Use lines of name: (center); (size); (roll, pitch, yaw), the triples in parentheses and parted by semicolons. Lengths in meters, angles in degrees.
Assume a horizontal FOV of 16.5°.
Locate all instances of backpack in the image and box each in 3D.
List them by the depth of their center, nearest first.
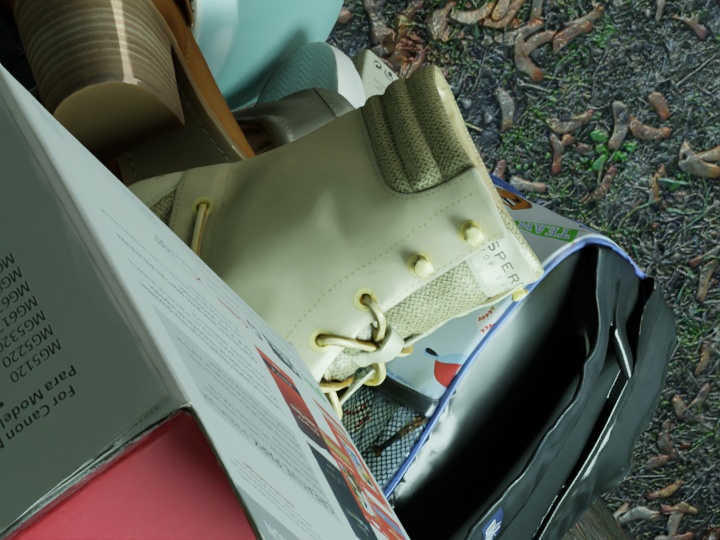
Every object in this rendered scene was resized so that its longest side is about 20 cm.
backpack: (0.030, 0.057, 0.983); (0.154, 0.191, 0.200); (38, -3, 26)

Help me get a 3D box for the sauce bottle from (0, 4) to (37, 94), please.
sauce bottle: (-0.191, -0.147, 0.963); (0.200, 0.066, 0.066); (53, 4, -5)

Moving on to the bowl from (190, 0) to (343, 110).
bowl: (-0.113, -0.146, 1.172); (0.201, 0.200, 0.105); (53, 27, -13)

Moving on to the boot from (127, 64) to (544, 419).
boot: (-0.007, 0.034, 0.861); (0.073, 0.155, 0.201); (57, 14, -58)

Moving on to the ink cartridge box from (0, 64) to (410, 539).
ink cartridge box: (-0.053, 0.066, 0.688); (0.176, 0.084, 0.200); (57, 5, 35)

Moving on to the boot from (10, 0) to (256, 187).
boot: (-0.089, -0.084, 0.988); (0.200, 0.076, 0.156); (49, 21, -55)

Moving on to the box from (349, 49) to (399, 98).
box: (-0.013, -0.039, 1.487); (0.068, 0.082, 0.200); (44, 30, -25)

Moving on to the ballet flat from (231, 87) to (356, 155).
ballet flat: (-0.074, -0.036, 1.101); (0.200, 0.064, 0.068); (-17, -82, 51)

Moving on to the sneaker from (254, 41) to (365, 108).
sneaker: (0.000, 0.000, 1.183); (0.115, 0.073, 0.201); (17, 71, -40)

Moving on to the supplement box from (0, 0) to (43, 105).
supplement box: (-0.155, -0.142, 1.030); (0.069, 0.066, 0.201); (-39, 106, -43)
